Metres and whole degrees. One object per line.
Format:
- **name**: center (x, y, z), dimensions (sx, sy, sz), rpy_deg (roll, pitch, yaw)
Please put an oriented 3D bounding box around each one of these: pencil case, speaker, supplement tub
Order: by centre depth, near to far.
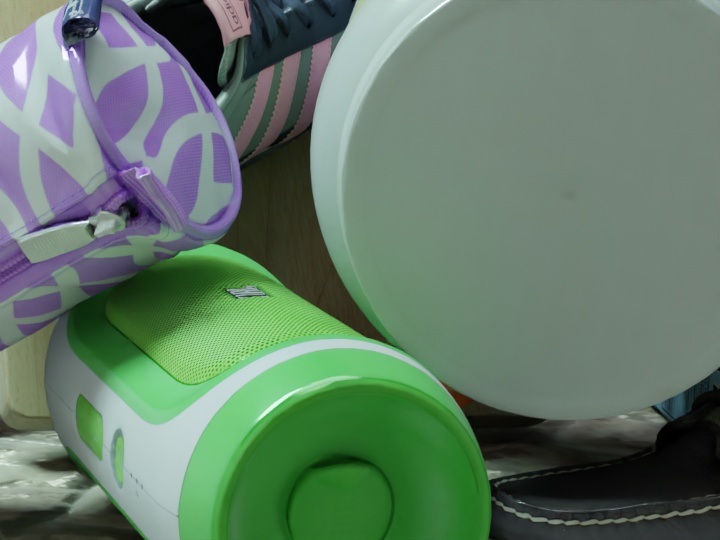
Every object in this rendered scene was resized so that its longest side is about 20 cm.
- **speaker**: center (-0.032, 0.044, 0.689), dimensions (0.088, 0.089, 0.200), rpy_deg (-2, 10, -18)
- **pencil case**: center (-0.125, 0.000, 0.713), dimensions (0.200, 0.084, 0.086), rpy_deg (-31, 41, 23)
- **supplement tub**: center (0.060, -0.042, 0.737), dimensions (0.144, 0.146, 0.200), rpy_deg (1, 13, 3)

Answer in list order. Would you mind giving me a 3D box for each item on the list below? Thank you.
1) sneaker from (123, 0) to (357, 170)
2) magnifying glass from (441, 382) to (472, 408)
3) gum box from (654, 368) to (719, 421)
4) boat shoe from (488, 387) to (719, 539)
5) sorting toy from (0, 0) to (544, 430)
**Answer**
- **sneaker**: center (-0.041, -0.075, 0.810), dimensions (0.200, 0.070, 0.082), rpy_deg (-44, -5, -34)
- **magnifying glass**: center (0.079, 0.003, 0.857), dimensions (0.200, 0.022, 0.080), rpy_deg (-32, 58, -21)
- **gum box**: center (0.190, 0.028, 0.918), dimensions (0.169, 0.045, 0.200), rpy_deg (0, 11, -7)
- **boat shoe**: center (0.122, 0.054, 0.702), dimensions (0.199, 0.065, 0.072), rpy_deg (-3, 13, -18)
- **sorting toy**: center (-0.040, -0.037, 0.889), dimensions (0.198, 0.201, 0.070), rpy_deg (1, -17, -19)
